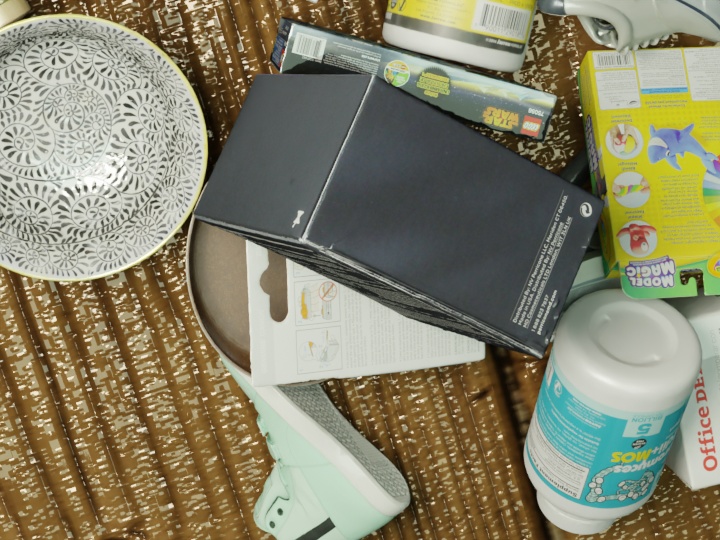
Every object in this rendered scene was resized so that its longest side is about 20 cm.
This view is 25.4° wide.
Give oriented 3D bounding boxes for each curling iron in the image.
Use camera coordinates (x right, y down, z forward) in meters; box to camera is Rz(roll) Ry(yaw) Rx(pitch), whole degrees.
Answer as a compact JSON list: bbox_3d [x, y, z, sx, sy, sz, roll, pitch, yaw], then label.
[{"bbox_3d":[0.155,-0.044,1.284,0.049,0.026,0.200,31,92,-32],"label":"curling iron"}]

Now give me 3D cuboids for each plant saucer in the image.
[{"bbox_3d":[-0.052,-0.012,1.228,0.200,0.032,0.201,-3,96,-33],"label":"plant saucer"}]

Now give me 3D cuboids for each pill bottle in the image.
[{"bbox_3d":[0.190,0.118,1.246,0.110,0.111,0.200,2,134,-7],"label":"pill bottle"},{"bbox_3d":[0.090,-0.256,1.188,0.111,0.111,0.201,12,99,-8],"label":"pill bottle"}]

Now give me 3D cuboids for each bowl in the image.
[{"bbox_3d":[-0.219,-0.101,1.187,0.200,0.094,0.202,-4,111,-11],"label":"bowl"}]

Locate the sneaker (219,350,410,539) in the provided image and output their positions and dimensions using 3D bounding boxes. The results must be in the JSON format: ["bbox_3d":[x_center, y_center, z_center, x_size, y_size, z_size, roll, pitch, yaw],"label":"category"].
[{"bbox_3d":[-0.068,0.146,1.273,0.118,0.074,0.201,-41,91,22],"label":"sneaker"}]

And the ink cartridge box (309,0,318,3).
[{"bbox_3d":[-0.034,-0.288,1.121,0.084,0.200,0.176,27,99,-12],"label":"ink cartridge box"}]

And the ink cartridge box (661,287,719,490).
[{"bbox_3d":[0.337,0.080,1.295,0.199,0.084,0.147,-14,102,-4],"label":"ink cartridge box"}]

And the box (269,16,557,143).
[{"bbox_3d":[0.035,-0.144,1.192,0.199,0.137,0.040,14,99,-8],"label":"box"}]

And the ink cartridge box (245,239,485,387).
[{"bbox_3d":[0.000,0.000,1.229,0.199,0.050,0.163,-5,98,-22],"label":"ink cartridge box"}]

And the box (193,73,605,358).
[{"bbox_3d":[0.023,-0.043,1.096,0.198,0.200,0.124,24,85,-27],"label":"box"}]

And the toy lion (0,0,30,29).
[{"bbox_3d":[-0.182,-0.253,1.141,0.200,0.192,0.069,-21,105,40],"label":"toy lion"}]

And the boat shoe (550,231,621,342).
[{"bbox_3d":[0.151,0.022,1.247,0.200,0.070,0.072,-14,112,-29],"label":"boat shoe"}]

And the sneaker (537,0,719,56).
[{"bbox_3d":[0.206,-0.199,1.209,0.199,0.073,0.071,14,103,-36],"label":"sneaker"}]

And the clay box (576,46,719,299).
[{"bbox_3d":[0.237,-0.071,1.229,0.114,0.048,0.201,-3,74,-7],"label":"clay box"}]
